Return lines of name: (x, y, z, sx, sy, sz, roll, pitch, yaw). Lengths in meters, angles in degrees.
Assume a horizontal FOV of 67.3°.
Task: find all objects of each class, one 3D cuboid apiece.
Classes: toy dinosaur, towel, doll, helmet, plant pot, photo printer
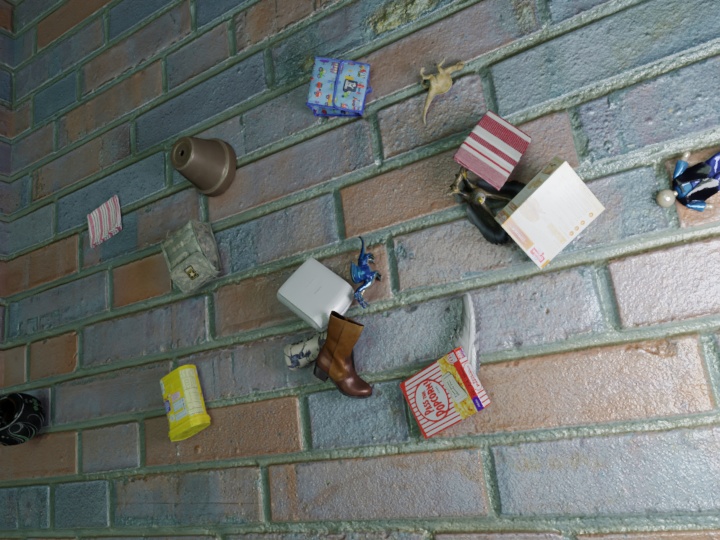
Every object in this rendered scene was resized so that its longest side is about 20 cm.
toy dinosaur: (0.208, -0.525, 1.522, 0.101, 0.058, 0.202, 44, 103, 26)
towel: (-1.038, -0.197, 2.182, 0.195, 0.030, 0.151, -25, 70, 24)
doll: (0.742, -0.201, 1.175, 0.197, 0.048, 0.140, -32, 77, 28)
towel: (0.333, -0.305, 1.357, 0.142, 0.023, 0.201, 35, 62, 8)
helmet: (-1.360, 0.590, 2.143, 0.191, 0.193, 0.206, -1, 56, 2)
plant pot: (-0.552, -0.377, 1.858, 0.194, 0.173, 0.209, -6, 78, 28)
photo printer: (-0.124, 0.073, 1.570, 0.197, 0.070, 0.166, 33, 66, 29)

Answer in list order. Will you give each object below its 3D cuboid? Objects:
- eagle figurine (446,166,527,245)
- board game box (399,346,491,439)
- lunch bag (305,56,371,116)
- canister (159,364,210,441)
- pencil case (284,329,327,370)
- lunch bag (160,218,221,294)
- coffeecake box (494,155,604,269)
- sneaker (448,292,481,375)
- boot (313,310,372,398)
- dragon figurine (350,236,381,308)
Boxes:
eagle figurine: (0.320, -0.179, 1.383, 0.196, 0.153, 0.153, 30, 141, 0)
board game box: (0.208, 0.309, 1.360, 0.199, 0.046, 0.155, -40, 71, 33)
lunch bag: (-0.055, -0.560, 1.671, 0.193, 0.094, 0.157, 10, 85, 17)
canister: (-0.585, 0.436, 1.794, 0.146, 0.086, 0.206, -30, 67, 21)
pencil case: (-0.136, 0.224, 1.583, 0.195, 0.090, 0.080, -26, 99, 23)
lunch bag: (-0.572, -0.040, 1.849, 0.161, 0.117, 0.205, -30, 74, 20)
coffeecake box: (0.442, -0.135, 1.275, 0.153, 0.073, 0.200, 42, 105, -14)
sneaker: (0.260, 0.159, 1.371, 0.079, 0.074, 0.209, -1, 82, 26)
boot: (-0.025, 0.230, 1.478, 0.184, 0.068, 0.206, 28, 113, 16)
dragon figurine: (0.000, 0.000, 1.531, 0.096, 0.059, 0.206, -19, 78, -6)
